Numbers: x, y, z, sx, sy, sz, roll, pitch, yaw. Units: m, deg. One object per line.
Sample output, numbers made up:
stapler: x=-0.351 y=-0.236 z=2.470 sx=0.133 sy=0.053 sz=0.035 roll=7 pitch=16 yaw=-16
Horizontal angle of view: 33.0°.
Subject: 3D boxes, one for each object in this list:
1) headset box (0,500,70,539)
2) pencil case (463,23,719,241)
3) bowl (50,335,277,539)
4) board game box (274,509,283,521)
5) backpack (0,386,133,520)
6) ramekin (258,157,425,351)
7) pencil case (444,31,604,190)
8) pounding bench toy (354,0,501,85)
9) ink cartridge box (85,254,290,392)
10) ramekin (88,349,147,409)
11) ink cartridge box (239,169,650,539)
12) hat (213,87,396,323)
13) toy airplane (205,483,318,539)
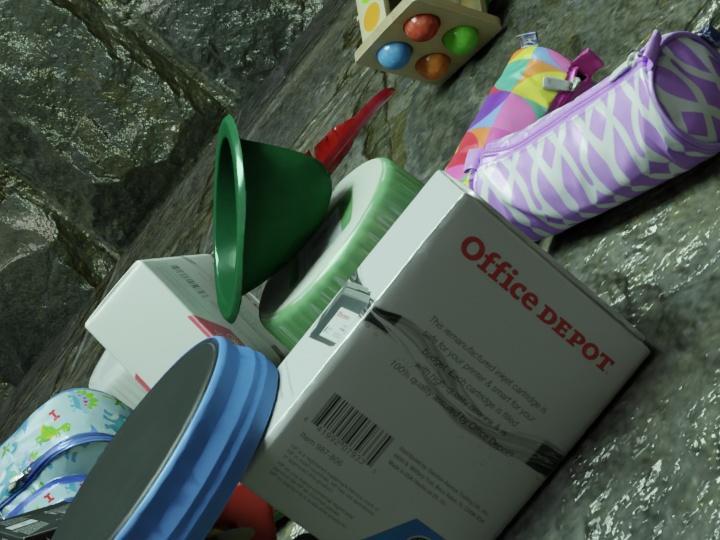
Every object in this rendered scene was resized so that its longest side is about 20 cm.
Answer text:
headset box: x=-0.218 y=0.285 z=0.923 sx=0.076 sy=0.203 sz=0.148 roll=-14 pitch=-1 yaw=-29
pencil case: x=0.157 y=-0.084 z=0.805 sx=0.200 sy=0.085 sz=0.085 roll=-33 pitch=35 yaw=53
bowl: x=-0.124 y=0.125 z=0.708 sx=0.201 sy=0.039 sz=0.201 roll=-49 pitch=15 yaw=17
board game box: x=-0.124 y=0.188 z=1.039 sx=0.199 sy=0.029 sz=0.135 roll=-35 pitch=27 yaw=20
backpack: x=-0.284 y=0.238 z=1.226 sx=0.200 sy=0.183 sz=0.147 roll=-47 pitch=39 yaw=7
ramekin: x=0.000 y=0.000 z=1.049 sx=0.200 sy=0.097 sz=0.201 roll=-47 pitch=17 yaw=19
pencil case: x=0.113 y=-0.084 z=0.939 sx=0.201 sy=0.088 sz=0.088 roll=-60 pitch=17 yaw=-18
pounding bench toy: x=0.099 y=-0.301 z=1.404 sx=0.124 sy=0.198 sz=0.158 roll=-38 pitch=52 yaw=47
ink cartridge box: x=-0.149 y=0.064 z=1.146 sx=0.083 sy=0.146 sz=0.200 roll=-47 pitch=-6 yaw=9
ramekin: x=-0.256 y=0.111 z=1.542 sx=0.200 sy=0.105 sz=0.201 roll=-47 pitch=16 yaw=18
ink cartridge box: x=0.042 y=0.067 z=0.693 sx=0.201 sy=0.144 sz=0.084 roll=-50 pitch=15 yaw=6
hat: x=-0.034 y=-0.057 z=1.057 sx=0.166 sy=0.173 sz=0.203 roll=-147 pitch=57 yaw=-72
toy airplane: x=-0.113 y=0.239 z=0.769 sx=0.202 sy=0.140 sz=0.199 roll=-64 pitch=8 yaw=4
